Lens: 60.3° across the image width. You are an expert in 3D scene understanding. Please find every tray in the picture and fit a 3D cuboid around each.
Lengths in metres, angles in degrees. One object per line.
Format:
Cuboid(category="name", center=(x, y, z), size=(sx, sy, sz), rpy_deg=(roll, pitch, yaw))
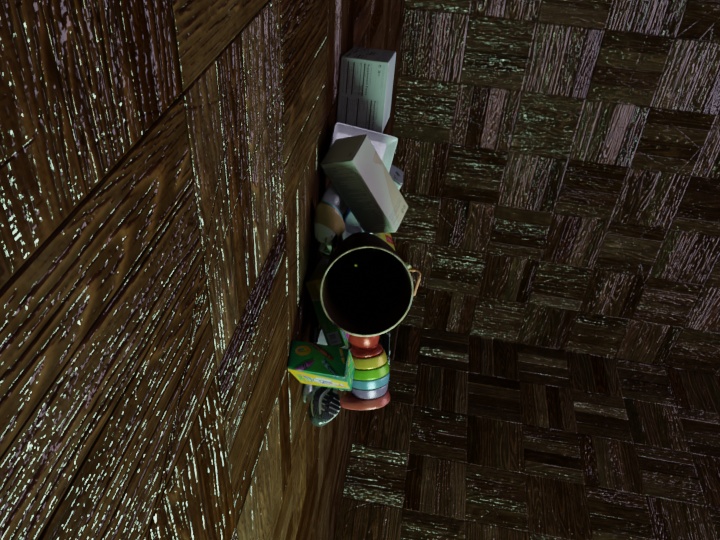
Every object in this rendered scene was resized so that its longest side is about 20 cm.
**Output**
Cuboid(category="tray", center=(-0.002, -0.255, 1.358), size=(0.196, 0.022, 0.111), rpy_deg=(1, 110, -45))

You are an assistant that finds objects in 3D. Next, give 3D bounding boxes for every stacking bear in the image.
Cuboid(category="stacking bear", center=(0.012, 0.211, 1.468), size=(0.121, 0.111, 0.207), rpy_deg=(-25, 115, -56))

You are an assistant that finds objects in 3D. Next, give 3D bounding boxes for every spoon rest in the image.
Cuboid(category="spoon rest", center=(-0.055, -0.127, 1.379), size=(0.100, 0.059, 0.202), rpy_deg=(-54, 156, -24))

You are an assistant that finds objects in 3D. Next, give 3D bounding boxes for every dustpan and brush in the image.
Cuboid(category="dustpan and brush", center=(-0.100, 0.204, 1.445), size=(0.140, 0.055, 0.207), rpy_deg=(108, -14, -71))

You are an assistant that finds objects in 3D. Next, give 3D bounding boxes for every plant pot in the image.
Cuboid(category="plant pot", center=(0.006, 0.002, 1.281), size=(0.201, 0.180, 0.193), rpy_deg=(-100, -165, -66))

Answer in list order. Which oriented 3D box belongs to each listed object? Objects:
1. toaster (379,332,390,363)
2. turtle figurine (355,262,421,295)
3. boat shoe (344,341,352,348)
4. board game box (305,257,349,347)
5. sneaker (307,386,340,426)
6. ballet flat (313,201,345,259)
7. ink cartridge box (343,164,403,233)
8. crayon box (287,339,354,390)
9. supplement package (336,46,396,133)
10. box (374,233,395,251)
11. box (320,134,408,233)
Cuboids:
Cuboid(category="toaster", center=(-0.009, 0.202, 1.763), size=(0.120, 0.193, 0.185), rpy_deg=(96, -3, -55))
Cuboid(category="turtle figurine", center=(0.028, 0.031, 1.408), size=(0.200, 0.162, 0.064), rpy_deg=(-44, 154, 6))
Cuboid(category="boat shoe", center=(-0.033, 0.197, 1.545), size=(0.062, 0.072, 0.206), rpy_deg=(-17, 119, -38))
Cuboid(category="board game box", center=(-0.060, 0.061, 1.370), size=(0.201, 0.039, 0.157), rpy_deg=(-69, 142, -71))
Cuboid(category="sneaker", center=(-0.091, 0.308, 1.468), size=(0.081, 0.073, 0.201), rpy_deg=(-53, -170, 22))
Cuboid(category="ballet flat", center=(-0.067, -0.075, 1.291), size=(0.201, 0.067, 0.065), rpy_deg=(80, 33, -71))
Cuboid(category="ink cartridge box", center=(0.025, -0.178, 1.606), size=(0.203, 0.081, 0.146), rpy_deg=(-58, -172, 20))
Cuboid(category="crayon box", center=(-0.076, 0.199, 1.278), size=(0.201, 0.115, 0.060), rpy_deg=(81, 18, -72))
Cuboid(category="supplement package", center=(0.016, -0.420, 1.440), size=(0.201, 0.107, 0.160), rpy_deg=(-71, 168, -64))
Cuboid(category="box", center=(0.052, -0.056, 1.653), size=(0.076, 0.049, 0.203), rpy_deg=(-52, -151, 28))
Cuboid(category="box", center=(0.011, -0.176, 1.295), size=(0.202, 0.093, 0.079), rpy_deg=(56, 52, -37))
